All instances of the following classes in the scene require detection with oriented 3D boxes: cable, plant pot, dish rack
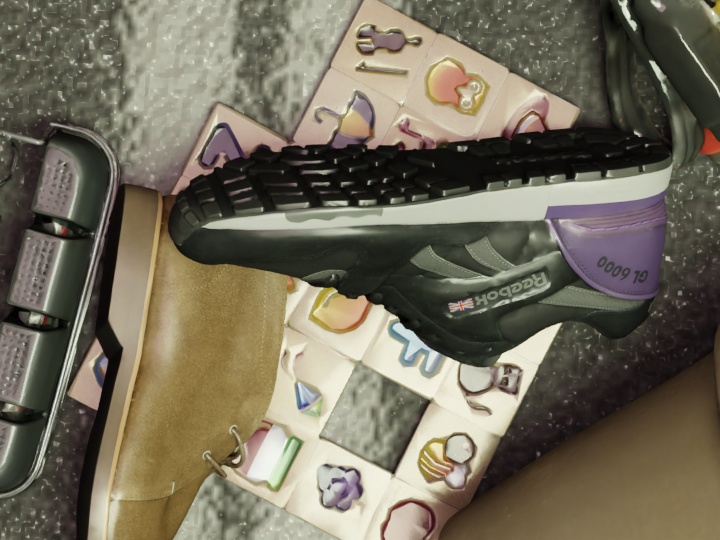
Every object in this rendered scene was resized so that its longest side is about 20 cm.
[{"bbox_3d":[0.114,-0.115,1.098,0.050,0.097,0.201,-39,101,-37],"label":"cable"},{"bbox_3d":[0.127,0.121,1.066,0.174,0.200,0.201,-18,92,17],"label":"plant pot"},{"bbox_3d":[-0.207,-0.004,1.105,0.199,0.055,0.154,15,90,0],"label":"dish rack"}]

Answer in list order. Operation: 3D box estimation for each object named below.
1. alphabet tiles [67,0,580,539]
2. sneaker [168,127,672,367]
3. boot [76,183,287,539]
[{"bbox_3d":[0.000,0.000,1.135,0.166,0.008,0.201,28,90,-2],"label":"alphabet tiles"},{"bbox_3d":[0.026,0.000,1.084,0.199,0.076,0.088,-3,110,-12],"label":"sneaker"},{"bbox_3d":[-0.072,0.071,1.099,0.075,0.074,0.201,9,89,-12],"label":"boot"}]
